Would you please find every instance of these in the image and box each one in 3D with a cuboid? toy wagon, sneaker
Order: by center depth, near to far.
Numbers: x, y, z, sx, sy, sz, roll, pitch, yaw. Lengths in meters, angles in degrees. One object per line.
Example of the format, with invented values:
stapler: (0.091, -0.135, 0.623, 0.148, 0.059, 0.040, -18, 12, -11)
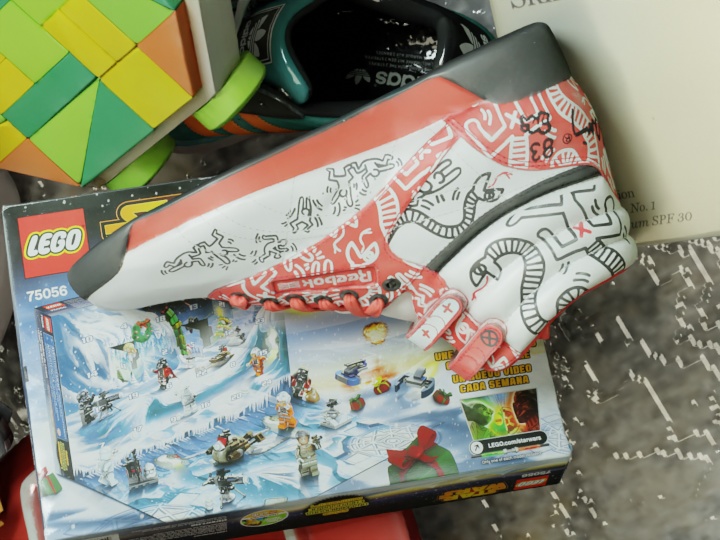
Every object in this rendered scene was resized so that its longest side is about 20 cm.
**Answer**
sneaker: (0.000, 0.000, 0.784, 0.200, 0.067, 0.108, -25, 94, 5)
toy wagon: (-0.107, -0.107, 0.791, 0.155, 0.040, 0.200, 42, 140, -15)
sneaker: (-0.040, -0.088, 0.859, 0.199, 0.080, 0.072, 2, 79, 17)

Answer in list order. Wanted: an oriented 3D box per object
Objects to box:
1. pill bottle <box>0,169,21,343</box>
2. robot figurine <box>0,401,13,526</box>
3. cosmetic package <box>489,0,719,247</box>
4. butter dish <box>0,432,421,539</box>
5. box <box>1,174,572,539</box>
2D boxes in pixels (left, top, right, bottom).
pill bottle: (-0.264, -0.015, 0.964, 0.199, 0.120, 0.120, 14, 113, 17)
robot figurine: (-0.227, 0.111, 0.960, 0.200, 0.145, 0.058, -10, 110, 57)
cosmetic package: (0.104, -0.115, 0.807, 0.103, 0.073, 0.201, -9, 106, 24)
butter dish: (-0.041, 0.133, 0.923, 0.199, 0.148, 0.201, -34, 53, 20)
box: (-0.031, 0.029, 0.829, 0.199, 0.040, 0.138, -8, 68, -7)
